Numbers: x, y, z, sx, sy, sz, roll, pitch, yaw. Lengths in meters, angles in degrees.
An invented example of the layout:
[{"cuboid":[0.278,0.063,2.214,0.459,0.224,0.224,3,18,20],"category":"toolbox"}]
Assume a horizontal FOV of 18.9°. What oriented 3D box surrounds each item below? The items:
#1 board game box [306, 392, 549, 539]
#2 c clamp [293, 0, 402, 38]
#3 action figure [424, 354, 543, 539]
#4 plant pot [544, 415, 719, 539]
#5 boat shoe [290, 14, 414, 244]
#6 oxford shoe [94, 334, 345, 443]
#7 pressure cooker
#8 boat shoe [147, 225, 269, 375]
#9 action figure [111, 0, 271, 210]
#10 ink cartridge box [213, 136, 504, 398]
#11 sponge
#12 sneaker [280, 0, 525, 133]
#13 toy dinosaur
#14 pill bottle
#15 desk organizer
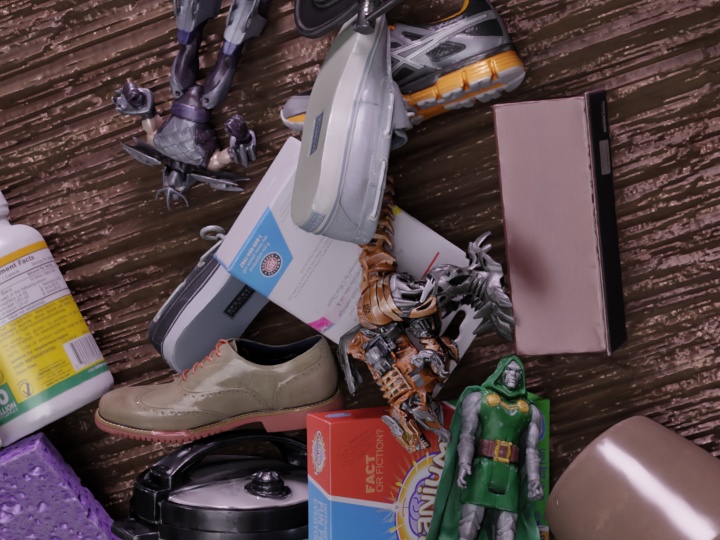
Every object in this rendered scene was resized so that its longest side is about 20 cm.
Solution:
[{"cuboid":[0.054,0.181,1.689,0.198,0.040,0.155,-5,98,-28],"category":"board game box"},{"cuboid":[0.005,-0.258,1.648,0.170,0.027,0.202,-30,48,50],"category":"c clamp"},{"cuboid":[0.100,0.162,1.649,0.117,0.055,0.202,12,76,-17],"category":"action figure"},{"cuboid":[0.238,0.208,1.648,0.175,0.200,0.201,45,106,25],"category":"plant pot"},{"cuboid":[0.001,-0.108,1.631,0.071,0.070,0.202,23,60,-20],"category":"boat shoe"},{"cuboid":[-0.114,0.087,1.704,0.198,0.071,0.075,-7,112,2],"category":"oxford shoe"},{"cuboid":[-0.099,0.226,1.729,0.177,0.176,0.202,4,102,12],"category":"pressure cooker"},{"cuboid":[-0.095,-0.005,1.755,0.200,0.073,0.068,-52,43,2],"category":"boat shoe"},{"cuboid":[-0.134,-0.144,1.750,0.129,0.069,0.202,17,104,7],"category":"action figure"},{"cuboid":[0.000,0.000,1.698,0.199,0.068,0.116,34,90,-17],"category":"ink cartridge box"},{"cuboid":[-0.255,0.233,1.803,0.111,0.030,0.201,-26,116,17],"category":"sponge"},{"cuboid":[0.029,-0.155,1.707,0.198,0.078,0.078,-16,79,13],"category":"sneaker"},{"cuboid":[0.044,0.030,1.628,0.135,0.102,0.202,-13,102,1],"category":"toy dinosaur"},{"cuboid":[-0.295,0.033,1.791,0.112,0.113,0.201,-27,90,16],"category":"pill bottle"},{"cuboid":[0.155,-0.036,1.684,0.076,0.072,0.202,-4,96,18],"category":"desk organizer"}]
